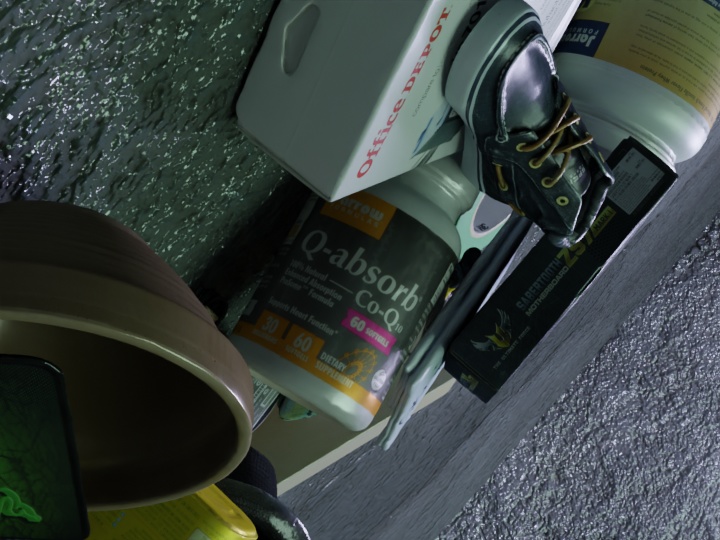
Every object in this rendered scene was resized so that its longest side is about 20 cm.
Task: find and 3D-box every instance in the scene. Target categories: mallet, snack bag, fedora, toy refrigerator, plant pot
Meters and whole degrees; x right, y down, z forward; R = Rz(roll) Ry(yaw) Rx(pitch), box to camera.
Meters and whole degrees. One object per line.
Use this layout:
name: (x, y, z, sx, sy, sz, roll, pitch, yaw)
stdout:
mallet: (0.088, 0.003, 1.054, 0.066, 0.041, 0.200, -52, 177, -20)
snack bag: (0.074, 0.040, 0.918, 0.189, 0.021, 0.200, -54, 172, -20)
fedora: (-0.130, 0.199, 0.947, 0.092, 0.200, 0.201, -79, -169, -48)
toy refrigerator: (-0.017, 0.121, 1.051, 0.199, 0.076, 0.070, -30, 165, -16)
plant pot: (-0.147, 0.032, 0.542, 0.201, 0.200, 0.093, 102, -10, -57)

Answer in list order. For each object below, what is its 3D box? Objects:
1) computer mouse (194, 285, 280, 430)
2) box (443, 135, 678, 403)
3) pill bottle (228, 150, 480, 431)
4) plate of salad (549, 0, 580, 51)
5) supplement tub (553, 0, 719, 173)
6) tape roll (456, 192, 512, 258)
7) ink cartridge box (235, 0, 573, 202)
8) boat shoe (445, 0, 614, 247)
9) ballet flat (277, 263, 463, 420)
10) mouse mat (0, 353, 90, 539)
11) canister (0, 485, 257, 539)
computer mouse: (-0.116, 0.080, 0.871, 0.110, 0.044, 0.200, -53, 158, -7)
box: (0.143, 0.007, 0.873, 0.200, 0.051, 0.158, -49, 171, -4)
pill bottle: (0.000, 0.000, 0.818, 0.201, 0.116, 0.116, -61, 164, -10)
plate of salad: (0.141, -0.213, 0.851, 0.201, 0.048, 0.200, -63, 179, -2)
supplement tub: (0.228, -0.174, 0.934, 0.201, 0.144, 0.144, -63, 163, -3)
tape roll: (0.133, -0.103, 1.075, 0.200, 0.048, 0.201, -43, 161, -19)
ink cartridge box: (0.036, -0.140, 0.707, 0.200, 0.086, 0.147, -28, 153, -52)
boat shoe: (0.109, -0.083, 0.703, 0.071, 0.091, 0.200, -47, 161, -8)
ballet flat: (0.010, 0.059, 0.938, 0.200, 0.074, 0.074, -54, 162, 15)
mouse mat: (-0.208, 0.084, 0.531, 0.200, 0.160, 0.008, 103, -12, -57)
canister: (-0.185, 0.214, 0.808, 0.200, 0.148, 0.087, -50, 162, -2)
